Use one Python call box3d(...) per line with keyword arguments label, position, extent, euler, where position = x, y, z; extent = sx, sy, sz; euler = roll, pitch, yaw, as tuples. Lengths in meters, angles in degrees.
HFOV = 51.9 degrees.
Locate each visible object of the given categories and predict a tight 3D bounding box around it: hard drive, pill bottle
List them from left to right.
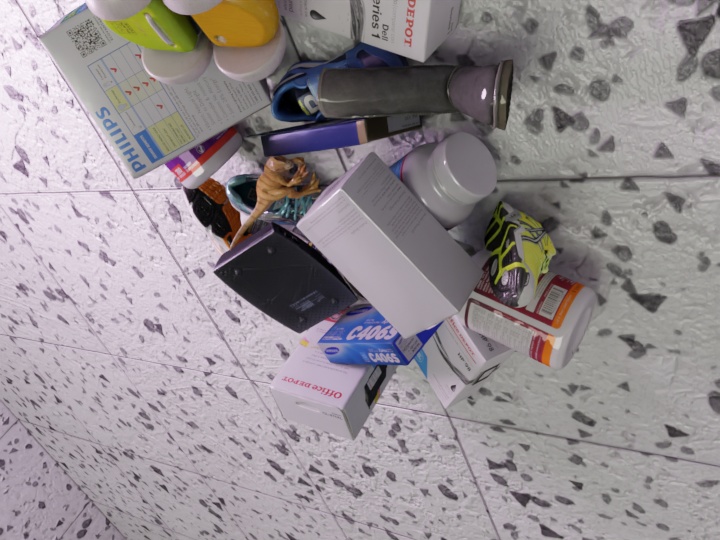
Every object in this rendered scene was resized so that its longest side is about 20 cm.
box3d(label="pill bottle", position=(-0.271, -0.223, 1.059), extent=(0.200, 0.113, 0.112), euler=(48, 141, -16))
box3d(label="hard drive", position=(-0.109, 0.012, 1.108), extent=(0.134, 0.043, 0.200), euler=(-30, 133, 22))
box3d(label="pill bottle", position=(0.074, -0.091, 0.932), extent=(0.109, 0.109, 0.199), euler=(45, 142, -12))
box3d(label="pill bottle", position=(0.187, 0.037, 0.948), extent=(0.199, 0.110, 0.110), euler=(25, 142, 26))

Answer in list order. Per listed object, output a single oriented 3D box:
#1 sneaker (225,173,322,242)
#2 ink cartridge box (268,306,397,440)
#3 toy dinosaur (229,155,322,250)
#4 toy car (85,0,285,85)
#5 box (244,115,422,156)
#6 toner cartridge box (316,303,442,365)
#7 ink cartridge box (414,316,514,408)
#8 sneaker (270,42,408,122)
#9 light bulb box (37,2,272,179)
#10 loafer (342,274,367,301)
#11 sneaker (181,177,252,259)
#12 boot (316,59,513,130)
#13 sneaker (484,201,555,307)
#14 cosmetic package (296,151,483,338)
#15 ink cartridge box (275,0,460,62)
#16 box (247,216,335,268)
box3d(label="sneaker", position=(-0.102, -0.089, 1.055), extent=(0.197, 0.079, 0.086), euler=(13, 179, 7))
box3d(label="ink cartridge box", position=(-0.033, 0.159, 1.205), extent=(0.144, 0.201, 0.083), euler=(11, 137, 29))
box3d(label="toy dinosaur", position=(-0.114, -0.108, 0.972), extent=(0.061, 0.105, 0.200), euler=(66, 152, 18))
box3d(label="toy car", position=(-0.171, -0.292, 0.758), extent=(0.197, 0.152, 0.175), euler=(2, 163, 17))
box3d(label="box", position=(-0.036, -0.172, 0.925), extent=(0.198, 0.121, 0.033), euler=(2, 108, 38))
box3d(label="toner cartridge box", position=(0.025, 0.092, 1.094), extent=(0.199, 0.095, 0.043), euler=(-9, 120, 55))
box3d(label="ink cartridge box", position=(0.151, 0.100, 1.073), extent=(0.116, 0.066, 0.201), euler=(57, 149, 23))
box3d(label="sneaker", position=(-0.029, -0.221, 0.899), extent=(0.198, 0.082, 0.074), euler=(-6, 124, 40))
box3d(label="light bulb box", position=(-0.243, -0.258, 0.911), extent=(0.198, 0.125, 0.199), euler=(-27, 118, 4))
box3d(label="loafer", position=(0.000, 0.000, 1.076), extent=(0.074, 0.070, 0.200), euler=(-14, 147, 12))
box3d(label="sneaker", position=(-0.216, -0.055, 1.160), extent=(0.201, 0.076, 0.092), euler=(52, 146, -11))
box3d(label="boot", position=(0.053, -0.187, 0.768), extent=(0.197, 0.182, 0.074), euler=(7, 101, 2))
box3d(label="sneaker", position=(0.193, -0.022, 0.862), extent=(0.076, 0.201, 0.076), euler=(18, 121, -2))
box3d(label="cosmetic package", position=(0.035, -0.025, 0.878), extent=(0.200, 0.081, 0.113), euler=(46, 142, -12))
box3d(label="ink cartridge box", position=(0.004, -0.322, 0.763), extent=(0.198, 0.085, 0.147), euler=(23, 141, 18))
box3d(label="box", position=(-0.113, -0.031, 1.192), extent=(0.160, 0.049, 0.201), euler=(33, 142, 2))
